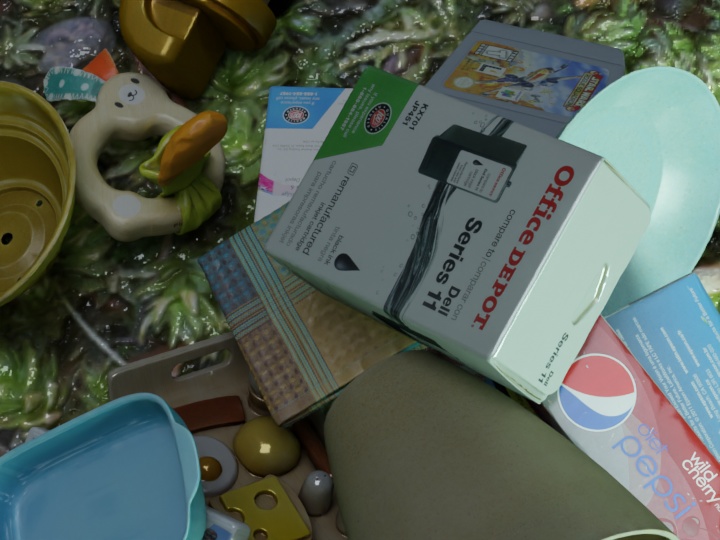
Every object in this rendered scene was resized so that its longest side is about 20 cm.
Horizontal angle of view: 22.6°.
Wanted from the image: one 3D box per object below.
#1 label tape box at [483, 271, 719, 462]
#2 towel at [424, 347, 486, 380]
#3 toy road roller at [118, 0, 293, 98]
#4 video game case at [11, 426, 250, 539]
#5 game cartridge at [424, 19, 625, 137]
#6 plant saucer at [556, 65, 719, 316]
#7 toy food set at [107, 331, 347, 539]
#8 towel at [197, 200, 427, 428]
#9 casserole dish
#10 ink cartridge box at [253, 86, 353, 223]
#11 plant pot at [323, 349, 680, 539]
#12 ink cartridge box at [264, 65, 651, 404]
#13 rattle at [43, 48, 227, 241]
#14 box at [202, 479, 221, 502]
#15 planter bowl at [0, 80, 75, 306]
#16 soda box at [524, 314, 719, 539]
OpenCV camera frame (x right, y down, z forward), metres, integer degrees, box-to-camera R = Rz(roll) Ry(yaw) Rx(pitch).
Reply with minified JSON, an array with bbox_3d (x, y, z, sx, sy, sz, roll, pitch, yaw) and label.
[{"bbox_3d":[0.171,0.112,1.216,0.200,0.066,0.143,-27,76,-3],"label":"label tape box"},{"bbox_3d":[0.066,-0.008,1.279,0.146,0.030,0.200,-11,71,-26],"label":"towel"},{"bbox_3d":[-0.160,-0.230,1.441,0.200,0.123,0.146,23,79,19],"label":"toy road roller"},{"bbox_3d":[-0.181,0.221,1.197,0.200,0.022,0.183,19,88,36],"label":"video game case"},{"bbox_3d":[0.122,-0.127,1.325,0.133,0.042,0.200,11,32,17],"label":"game cartridge"},{"bbox_3d":[0.176,-0.050,1.253,0.201,0.201,0.039,-46,42,-15],"label":"plant saucer"},{"bbox_3d":[-0.068,0.127,1.233,0.143,0.060,0.200,-17,53,-27],"label":"toy food set"},{"bbox_3d":[0.000,0.000,1.231,0.200,0.022,0.147,-31,66,9],"label":"towel"},{"bbox_3d":[-0.174,0.159,1.174,0.200,0.039,0.121,-26,64,26],"label":"casserole dish"},{"bbox_3d":[-0.018,-0.035,1.336,0.115,0.068,0.200,2,62,6],"label":"ink cartridge box"},{"bbox_3d":[0.066,0.149,1.106,0.187,0.187,0.200,-31,56,-7],"label":"plant pot"},{"bbox_3d":[0.060,-0.026,1.137,0.200,0.083,0.147,25,83,37],"label":"ink cartridge box"},{"bbox_3d":[-0.179,-0.132,1.377,0.130,0.143,0.200,-20,61,-4],"label":"rattle"},{"bbox_3d":[-0.103,0.237,1.222,0.122,0.048,0.200,-38,63,-14],"label":"box"},{"bbox_3d":[-0.287,-0.038,1.369,0.200,0.083,0.201,-8,66,19],"label":"planter bowl"},{"bbox_3d":[0.172,0.109,1.150,0.070,0.063,0.200,-36,77,-5],"label":"soda box"}]
